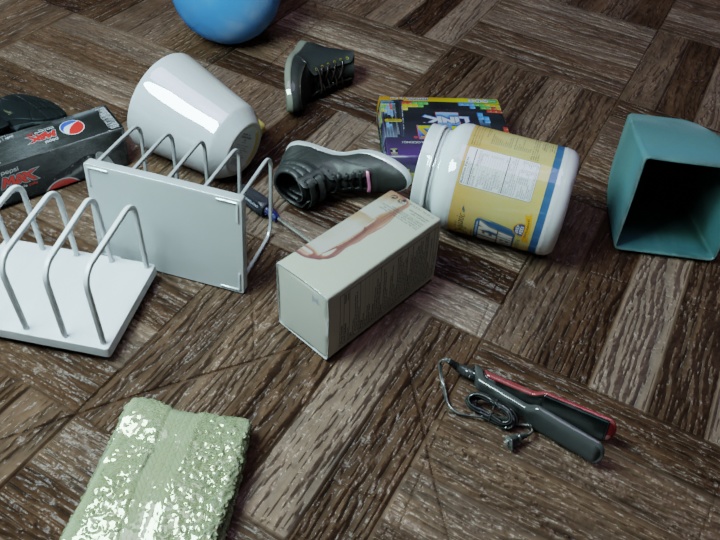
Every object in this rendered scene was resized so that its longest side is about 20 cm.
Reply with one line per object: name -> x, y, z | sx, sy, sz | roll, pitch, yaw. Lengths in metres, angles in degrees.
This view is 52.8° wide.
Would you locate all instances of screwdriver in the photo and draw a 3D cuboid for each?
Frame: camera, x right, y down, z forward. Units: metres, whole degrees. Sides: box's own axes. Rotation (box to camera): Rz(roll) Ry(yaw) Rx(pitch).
screwdriver -> -0.103, -0.060, 0.980 | 0.029, 0.028, 0.200 | -46, 60, -4

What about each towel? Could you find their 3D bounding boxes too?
towel -> -0.189, 0.213, 0.684 | 0.147, 0.037, 0.201 | 10, 44, 4

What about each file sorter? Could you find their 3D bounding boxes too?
file sorter -> -0.359, -0.010, 0.823 | 0.198, 0.125, 0.139 | 10, 45, 5
file sorter -> -0.217, -0.085, 0.916 | 0.198, 0.140, 0.125 | 14, 41, 9

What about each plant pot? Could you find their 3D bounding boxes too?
plant pot -> 0.432, -0.137, 1.038 | 0.140, 0.142, 0.201 | 7, 37, 1

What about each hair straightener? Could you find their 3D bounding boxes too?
hair straightener -> 0.167, 0.151, 0.779 | 0.199, 0.041, 0.077 | 27, 48, 20

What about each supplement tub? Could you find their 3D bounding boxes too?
supplement tub -> 0.178, -0.114, 0.977 | 0.198, 0.146, 0.145 | 16, 45, 11

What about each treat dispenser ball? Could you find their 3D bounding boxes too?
treat dispenser ball -> -0.242, -0.512, 1.304 | 0.199, 0.202, 0.202 | 3, 44, -3

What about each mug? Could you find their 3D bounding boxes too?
mug -> -0.217, -0.222, 1.057 | 0.152, 0.150, 0.187 | 31, 56, 14

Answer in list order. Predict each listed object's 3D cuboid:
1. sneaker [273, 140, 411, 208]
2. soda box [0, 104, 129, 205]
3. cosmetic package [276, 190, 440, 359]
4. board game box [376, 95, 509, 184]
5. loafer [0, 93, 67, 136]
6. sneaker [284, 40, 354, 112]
sneaker -> -0.032, -0.122, 1.024 | 0.198, 0.071, 0.100 | 13, 46, 16
soda box -> -0.432, -0.161, 1.016 | 0.199, 0.071, 0.063 | -27, 55, -30
cosmetic package -> 0.000, 0.000, 0.875 | 0.087, 0.104, 0.199 | 33, 49, 28
board game box -> 0.129, -0.204, 1.129 | 0.198, 0.057, 0.166 | 0, 43, -6
loafer -> -0.512, -0.205, 1.056 | 0.073, 0.073, 0.200 | 36, 29, 7
sneaker -> -0.067, -0.331, 1.223 | 0.105, 0.075, 0.201 | 5, 43, 4
